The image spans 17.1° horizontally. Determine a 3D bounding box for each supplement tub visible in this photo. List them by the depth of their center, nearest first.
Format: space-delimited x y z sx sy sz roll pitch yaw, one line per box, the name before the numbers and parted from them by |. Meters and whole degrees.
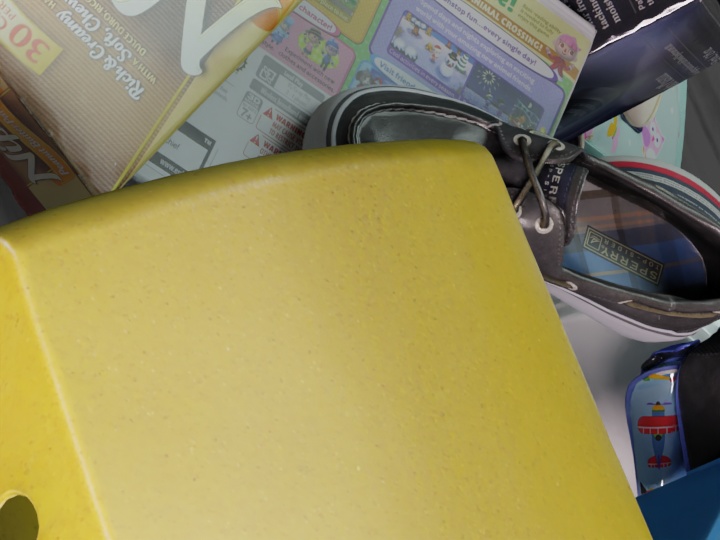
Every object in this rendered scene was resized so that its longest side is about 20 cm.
supplement tub | 0.132 0.036 1.228 0.141 0.140 0.200 56 19 -15

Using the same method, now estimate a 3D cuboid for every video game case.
video game case | -0.012 -0.078 0.975 0.200 0.022 0.183 33 65 -20

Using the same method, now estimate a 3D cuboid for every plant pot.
plant pot | -0.055 0.086 0.626 0.176 0.200 0.201 9 53 -53

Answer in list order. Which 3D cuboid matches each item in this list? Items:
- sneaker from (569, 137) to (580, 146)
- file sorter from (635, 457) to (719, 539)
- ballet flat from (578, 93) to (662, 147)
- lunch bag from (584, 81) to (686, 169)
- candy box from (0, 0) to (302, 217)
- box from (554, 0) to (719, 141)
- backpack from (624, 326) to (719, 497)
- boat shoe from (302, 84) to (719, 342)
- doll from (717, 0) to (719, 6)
sneaker | 0.139 -0.004 1.384 0.200 0.087 0.075 38 29 -48
file sorter | 0.103 0.168 0.925 0.123 0.138 0.200 64 18 -1
ballet flat | 0.112 -0.099 1.291 0.068 0.199 0.076 -59 127 -82
lunch bag | 0.111 -0.133 1.424 0.170 0.122 0.200 33 26 -58
candy box | -0.081 -0.126 0.887 0.116 0.055 0.200 53 56 -20
box | 0.064 -0.121 1.161 0.124 0.198 0.200 65 13 8
backpack | 0.230 0.092 1.082 0.200 0.134 0.183 -21 104 -48
boat shoe | 0.074 -0.024 0.961 0.200 0.066 0.070 27 67 -23
doll | 0.165 -0.154 1.062 0.200 0.048 0.137 -43 116 -71
